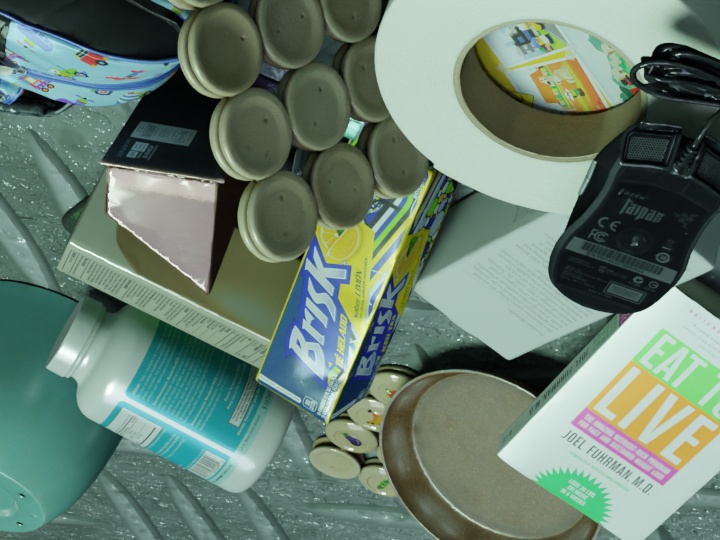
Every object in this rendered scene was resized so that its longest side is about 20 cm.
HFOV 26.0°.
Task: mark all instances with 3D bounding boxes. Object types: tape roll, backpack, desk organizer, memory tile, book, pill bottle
[{"bbox_3d":[0.106,-0.109,0.854,0.202,0.037,0.203,12,143,9],"label":"tape roll"},{"bbox_3d":[-0.174,-0.179,0.910,0.199,0.183,0.135,22,144,-10],"label":"backpack"},{"bbox_3d":[-0.107,-0.067,0.981,0.071,0.200,0.077,9,116,2],"label":"desk organizer"},{"bbox_3d":[0.048,0.156,1.378,0.153,0.017,0.200,26,144,-8],"label":"memory tile"},{"bbox_3d":[0.213,0.101,1.148,0.133,0.048,0.200,33,121,-9],"label":"book"},{"bbox_3d":[-0.036,-0.117,0.892,0.017,0.153,0.201,1,115,46],"label":"memory tile"},{"bbox_3d":[-0.162,0.098,1.321,0.200,0.111,0.111,30,143,-14],"label":"pill bottle"}]

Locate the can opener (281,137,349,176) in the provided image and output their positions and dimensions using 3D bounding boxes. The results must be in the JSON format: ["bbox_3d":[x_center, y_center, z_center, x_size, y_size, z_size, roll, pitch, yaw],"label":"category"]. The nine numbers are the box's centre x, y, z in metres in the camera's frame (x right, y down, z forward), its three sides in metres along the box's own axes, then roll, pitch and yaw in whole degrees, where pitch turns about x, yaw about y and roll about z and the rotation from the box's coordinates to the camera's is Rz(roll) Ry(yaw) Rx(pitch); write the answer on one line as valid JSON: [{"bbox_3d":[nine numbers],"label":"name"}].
[{"bbox_3d":[-0.044,-0.056,1.111,0.063,0.079,0.200,25,157,5],"label":"can opener"}]

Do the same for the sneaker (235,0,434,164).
[{"bbox_3d":[0.009,-0.129,0.984,0.199,0.074,0.088,15,117,-14],"label":"sneaker"}]

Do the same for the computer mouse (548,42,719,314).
[{"bbox_3d":[0.188,-0.044,0.840,0.140,0.046,0.200,14,139,-2],"label":"computer mouse"}]

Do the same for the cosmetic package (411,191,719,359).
[{"bbox_3d":[0.138,-0.020,1.058,0.101,0.071,0.200,36,141,-22],"label":"cosmetic package"}]

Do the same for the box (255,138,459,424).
[{"bbox_3d":[0.000,0.000,1.064,0.064,0.070,0.201,29,114,17],"label":"box"}]

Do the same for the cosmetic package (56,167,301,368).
[{"bbox_3d":[-0.122,0.003,1.181,0.200,0.071,0.105,27,163,-11],"label":"cosmetic package"}]

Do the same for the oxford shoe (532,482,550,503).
[{"bbox_3d":[0.162,0.194,1.337,0.071,0.071,0.200,22,134,8],"label":"oxford shoe"}]

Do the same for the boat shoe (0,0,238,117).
[{"bbox_3d":[-0.163,-0.149,1.016,0.200,0.091,0.071,-6,137,31],"label":"boat shoe"}]

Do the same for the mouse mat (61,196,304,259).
[{"bbox_3d":[-0.127,-0.011,1.252,0.200,0.008,0.161,38,141,-21],"label":"mouse mat"}]

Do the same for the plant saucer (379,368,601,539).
[{"bbox_3d":[0.110,0.158,1.274,0.200,0.034,0.201,16,127,23],"label":"plant saucer"}]

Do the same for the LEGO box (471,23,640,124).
[{"bbox_3d":[0.129,-0.146,0.893,0.149,0.077,0.200,-11,134,36],"label":"LEGO box"}]

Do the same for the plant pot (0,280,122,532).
[{"bbox_3d":[-0.309,0.135,1.397,0.200,0.161,0.201,13,144,9],"label":"plant pot"}]
